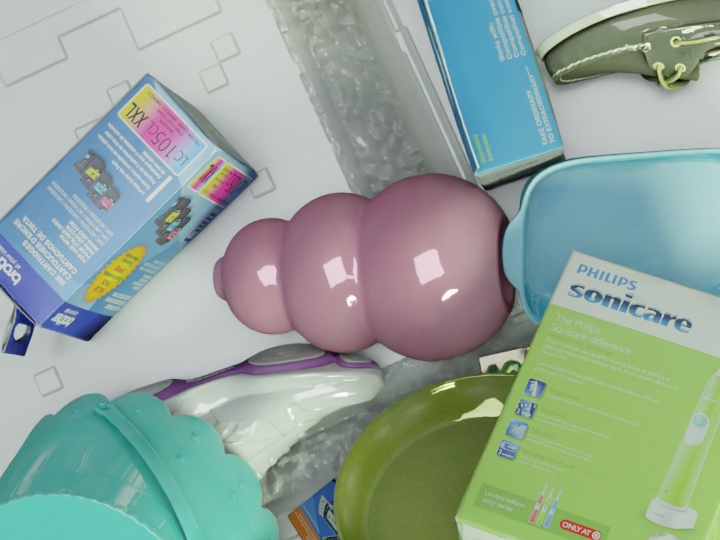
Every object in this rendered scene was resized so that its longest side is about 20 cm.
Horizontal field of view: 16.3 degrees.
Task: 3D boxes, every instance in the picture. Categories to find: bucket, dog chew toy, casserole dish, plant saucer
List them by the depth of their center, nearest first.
[{"bbox_3d":[0.083,0.152,1.628,0.200,0.031,0.200,-5,48,5],"label":"plant saucer"},{"bbox_3d":[-0.163,0.196,1.633,0.207,0.135,0.208,5,112,13],"label":"bucket"},{"bbox_3d":[0.185,-0.024,1.657,0.200,0.039,0.121,-4,109,-12],"label":"casserole dish"},{"bbox_3d":[0.000,0.000,1.668,0.200,0.125,0.125,-2,88,15],"label":"dog chew toy"}]

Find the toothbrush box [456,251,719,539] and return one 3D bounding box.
[{"bbox_3d":[0.164,0.109,1.545,0.145,0.086,0.200,18,65,16],"label":"toothbrush box"}]

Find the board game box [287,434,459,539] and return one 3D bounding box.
[{"bbox_3d":[0.037,0.200,1.648,0.103,0.019,0.200,-38,49,2],"label":"board game box"}]

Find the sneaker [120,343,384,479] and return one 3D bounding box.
[{"bbox_3d":[-0.074,0.109,1.701,0.200,0.075,0.100,-16,99,10],"label":"sneaker"}]

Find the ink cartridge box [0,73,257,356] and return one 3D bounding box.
[{"bbox_3d":[-0.174,-0.028,1.673,0.200,0.136,0.076,-43,80,3],"label":"ink cartridge box"}]

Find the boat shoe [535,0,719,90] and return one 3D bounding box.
[{"bbox_3d":[0.219,-0.156,1.672,0.201,0.072,0.060,-16,82,1],"label":"boat shoe"}]

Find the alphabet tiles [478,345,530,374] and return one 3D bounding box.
[{"bbox_3d":[0.162,0.126,1.702,0.200,0.006,0.167,-12,87,5],"label":"alphabet tiles"}]

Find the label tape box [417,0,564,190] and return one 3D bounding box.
[{"bbox_3d":[0.083,-0.133,1.619,0.066,0.200,0.144,-18,87,2],"label":"label tape box"}]
